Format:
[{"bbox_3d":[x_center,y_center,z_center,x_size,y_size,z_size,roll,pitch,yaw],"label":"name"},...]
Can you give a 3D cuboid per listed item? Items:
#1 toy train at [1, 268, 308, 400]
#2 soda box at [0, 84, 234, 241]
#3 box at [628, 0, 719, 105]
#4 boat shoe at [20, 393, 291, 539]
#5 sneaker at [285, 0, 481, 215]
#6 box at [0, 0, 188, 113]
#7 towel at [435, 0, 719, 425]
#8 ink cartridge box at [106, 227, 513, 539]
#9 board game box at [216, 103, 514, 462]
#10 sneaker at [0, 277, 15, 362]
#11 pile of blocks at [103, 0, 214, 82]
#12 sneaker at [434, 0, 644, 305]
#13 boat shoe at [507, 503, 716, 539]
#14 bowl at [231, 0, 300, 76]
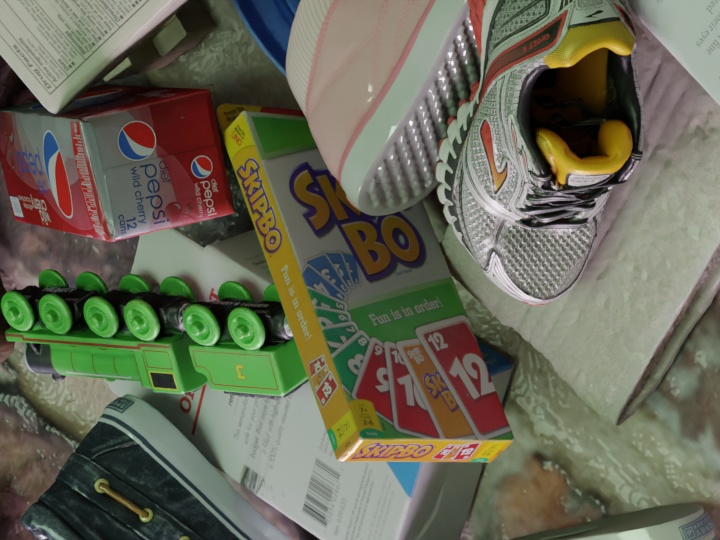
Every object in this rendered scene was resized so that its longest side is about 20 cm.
[{"bbox_3d":[-0.105,0.034,1.432,0.200,0.042,0.057,3,116,40],"label":"toy train"},{"bbox_3d":[-0.129,-0.057,1.435,0.200,0.070,0.064,-166,64,-70],"label":"soda box"},{"bbox_3d":[0.238,-0.100,1.148,0.200,0.106,0.152,50,128,17],"label":"box"},{"bbox_3d":[-0.083,0.163,1.467,0.200,0.091,0.071,45,164,-11],"label":"boat shoe"},{"bbox_3d":[0.034,-0.130,1.277,0.200,0.075,0.105,-53,53,26],"label":"sneaker"},{"bbox_3d":[-0.104,-0.168,1.327,0.095,0.078,0.200,51,135,-5],"label":"box"},{"bbox_3d":[0.119,-0.040,1.316,0.133,0.034,0.200,44,128,22],"label":"towel"},{"bbox_3d":[-0.029,0.054,1.444,0.200,0.067,0.116,32,122,28],"label":"ink cartridge box"},{"bbox_3d":[0.000,0.000,1.347,0.030,0.095,0.200,-47,53,38],"label":"board game box"},{"bbox_3d":[-0.250,-0.040,1.598,0.076,0.070,0.200,-44,76,34],"label":"sneaker"},{"bbox_3d":[-0.172,-0.152,1.502,0.200,0.062,0.082,15,113,35],"label":"pile of blocks"},{"bbox_3d":[0.080,-0.054,1.231,0.200,0.078,0.082,89,163,-47],"label":"sneaker"},{"bbox_3d":[0.091,0.166,1.378,0.200,0.070,0.072,-17,89,39],"label":"boat shoe"},{"bbox_3d":[0.013,-0.173,1.357,0.200,0.039,0.201,13,111,36],"label":"bowl"}]
